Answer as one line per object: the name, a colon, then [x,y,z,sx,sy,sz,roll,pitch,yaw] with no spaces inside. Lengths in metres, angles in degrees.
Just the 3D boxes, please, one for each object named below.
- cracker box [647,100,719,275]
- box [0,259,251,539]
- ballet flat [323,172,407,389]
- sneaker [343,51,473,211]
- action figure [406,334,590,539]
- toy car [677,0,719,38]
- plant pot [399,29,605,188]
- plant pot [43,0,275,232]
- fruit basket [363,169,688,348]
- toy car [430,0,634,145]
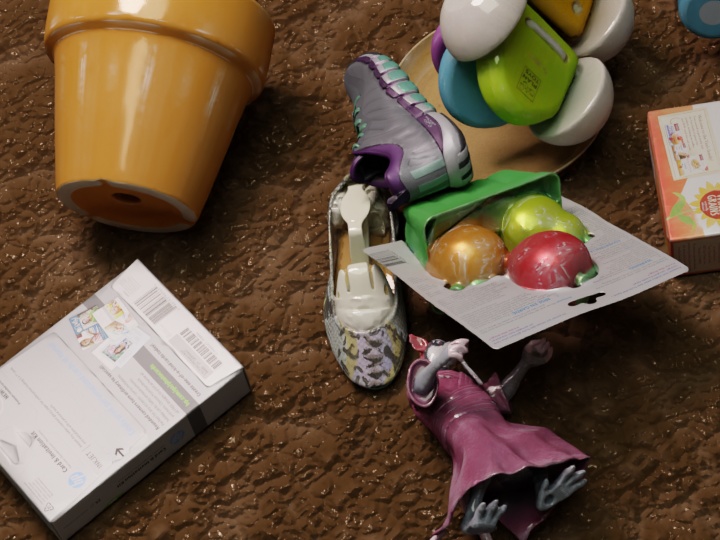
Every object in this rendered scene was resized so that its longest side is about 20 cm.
cracker box: [0.344,-0.077,1.597,0.198,0.058,0.135,-8,55,7]
box: [-0.213,0.104,1.594,0.200,0.041,0.156,-38,57,-16]
ballet flat: [0.000,0.000,1.606,0.071,0.072,0.202,-7,55,6]
sneaker: [0.013,-0.119,1.625,0.087,0.075,0.200,-27,35,-13]
action figure: [0.088,0.126,1.506,0.150,0.133,0.200,-61,40,20]
toy car: [0.389,-0.290,1.702,0.198,0.178,0.185,19,42,-10]
plant pot: [0.121,-0.145,1.707,0.198,0.028,0.202,-5,54,7]
plant pot: [-0.185,-0.140,1.677,0.198,0.200,0.185,4,72,14]
fruit basket: [0.127,-0.002,1.532,0.184,0.094,0.200,-21,36,-24]
toy car: [0.128,-0.203,1.651,0.149,0.175,0.201,-17,45,44]
